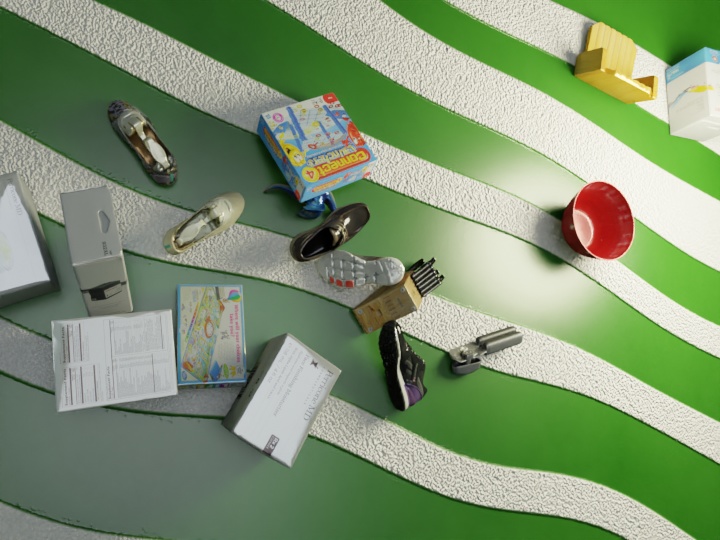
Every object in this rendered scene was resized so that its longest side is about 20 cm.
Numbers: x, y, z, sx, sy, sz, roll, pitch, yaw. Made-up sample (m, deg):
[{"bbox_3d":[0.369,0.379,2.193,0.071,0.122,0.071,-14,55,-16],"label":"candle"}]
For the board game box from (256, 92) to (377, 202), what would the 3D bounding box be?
[{"bbox_3d":[-0.094,-0.272,1.298,0.196,0.056,0.199,-25,74,-30],"label":"board game box"}]

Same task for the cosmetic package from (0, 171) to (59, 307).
[{"bbox_3d":[-0.666,-0.039,1.052,0.195,0.122,0.206,-19,88,-23],"label":"cosmetic package"}]

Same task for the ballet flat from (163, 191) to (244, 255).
[{"bbox_3d":[-0.314,-0.100,1.224,0.199,0.069,0.070,-41,96,-22],"label":"ballet flat"}]

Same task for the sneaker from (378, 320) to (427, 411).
[{"bbox_3d":[0.098,0.198,1.317,0.086,0.075,0.207,-19,109,-28],"label":"sneaker"}]

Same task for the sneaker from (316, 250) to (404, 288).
[{"bbox_3d":[0.000,0.000,1.329,0.193,0.082,0.080,8,94,3],"label":"sneaker"}]

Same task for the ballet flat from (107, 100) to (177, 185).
[{"bbox_3d":[-0.435,-0.268,1.205,0.072,0.072,0.203,-38,95,-21],"label":"ballet flat"}]

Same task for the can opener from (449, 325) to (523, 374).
[{"bbox_3d":[0.297,0.192,1.422,0.194,0.053,0.069,-14,118,-22],"label":"can opener"}]

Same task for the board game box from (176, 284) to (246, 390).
[{"bbox_3d":[-0.295,0.128,1.179,0.130,0.034,0.206,2,64,-20],"label":"board game box"}]

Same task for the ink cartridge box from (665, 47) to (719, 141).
[{"bbox_3d":[1.003,-0.507,1.742,0.142,0.146,0.208,5,79,-20],"label":"ink cartridge box"}]

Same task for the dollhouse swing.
[{"bbox_3d":[0.721,-0.587,1.646,0.194,0.182,0.181,20,95,-15],"label":"dollhouse swing"}]

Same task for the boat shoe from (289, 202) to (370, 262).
[{"bbox_3d":[-0.057,-0.074,1.273,0.197,0.073,0.076,-34,114,-10],"label":"boat shoe"}]

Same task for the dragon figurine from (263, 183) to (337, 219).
[{"bbox_3d":[-0.109,-0.150,1.312,0.193,0.059,0.103,-5,82,-22],"label":"dragon figurine"}]

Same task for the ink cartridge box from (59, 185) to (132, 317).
[{"bbox_3d":[-0.466,-0.027,1.062,0.081,0.201,0.149,-12,64,-22],"label":"ink cartridge box"}]

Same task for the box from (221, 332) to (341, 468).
[{"bbox_3d":[-0.157,0.247,1.153,0.129,0.199,0.203,33,71,-11],"label":"box"}]

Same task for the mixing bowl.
[{"bbox_3d":[0.594,-0.118,1.544,0.193,0.108,0.208,3,81,-20],"label":"mixing bowl"}]

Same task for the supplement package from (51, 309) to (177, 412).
[{"bbox_3d":[-0.440,0.162,1.086,0.193,0.151,0.156,-5,82,-21],"label":"supplement package"}]

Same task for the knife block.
[{"bbox_3d":[0.092,0.047,1.359,0.065,0.196,0.176,58,24,-9],"label":"knife block"}]
